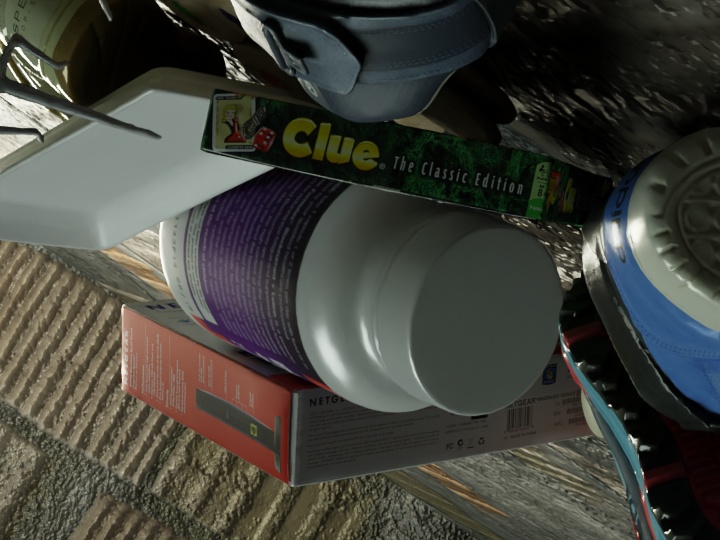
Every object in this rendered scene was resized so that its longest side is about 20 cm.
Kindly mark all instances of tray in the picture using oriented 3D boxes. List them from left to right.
[{"bbox_3d":[-0.104,-0.049,0.914,0.107,0.022,0.199,8,160,-39],"label":"tray"}]

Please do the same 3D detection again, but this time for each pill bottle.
[{"bbox_3d":[0.000,0.000,0.942,0.111,0.112,0.199,37,171,-34],"label":"pill bottle"}]

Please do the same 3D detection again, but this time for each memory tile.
[{"bbox_3d":[-0.035,-0.101,0.813,0.153,0.017,0.200,37,171,-27],"label":"memory tile"}]

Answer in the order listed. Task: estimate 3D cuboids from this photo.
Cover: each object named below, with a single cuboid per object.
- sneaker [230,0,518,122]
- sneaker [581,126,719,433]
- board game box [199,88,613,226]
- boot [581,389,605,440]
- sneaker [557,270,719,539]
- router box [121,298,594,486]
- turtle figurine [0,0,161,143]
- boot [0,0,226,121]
[{"bbox_3d":[-0.046,-0.114,0.563,0.201,0.077,0.146,27,168,25],"label":"sneaker"},{"bbox_3d":[0.157,0.034,0.664,0.199,0.077,0.111,35,169,-5],"label":"sneaker"},{"bbox_3d":[0.024,-0.034,0.687,0.104,0.024,0.200,10,-178,11],"label":"board game box"},{"bbox_3d":[0.173,0.095,1.030,0.107,0.075,0.200,30,164,36],"label":"boot"},{"bbox_3d":[0.116,0.075,0.750,0.201,0.078,0.096,-99,6,-51],"label":"sneaker"},{"bbox_3d":[0.001,0.051,1.083,0.198,0.049,0.179,-7,-164,-33],"label":"router box"},{"bbox_3d":[-0.120,-0.137,0.658,0.199,0.101,0.150,35,-148,-8],"label":"turtle figurine"},{"bbox_3d":[-0.150,-0.119,0.963,0.154,0.072,0.200,34,177,15],"label":"boot"}]
